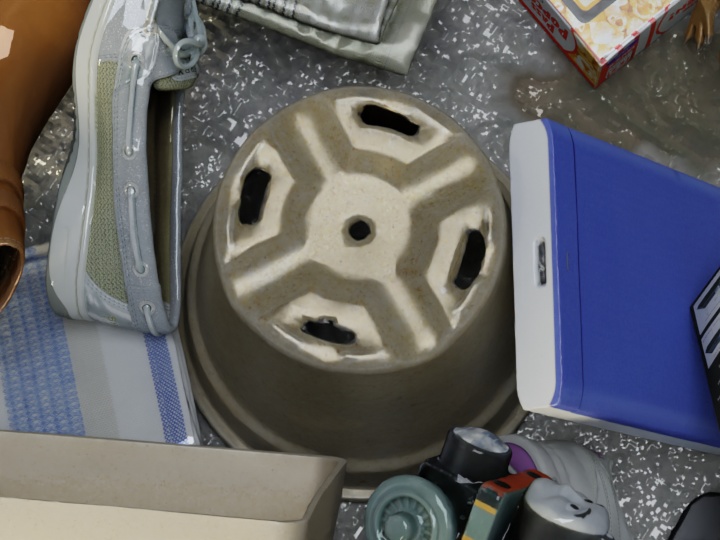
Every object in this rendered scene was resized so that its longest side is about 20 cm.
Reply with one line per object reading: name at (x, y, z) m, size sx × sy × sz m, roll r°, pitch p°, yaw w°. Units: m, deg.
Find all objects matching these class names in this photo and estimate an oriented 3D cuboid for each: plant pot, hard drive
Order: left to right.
plant pot at (-0.119, 0.174, 1.220) m, size 0.199 × 0.200 × 0.178 m, roll 5°, pitch 94°, yaw 4°
plant pot at (0.000, 0.000, 1.320) m, size 0.200 × 0.184 × 0.201 m, roll 0°, pitch 78°, yaw 1°
hard drive at (0.135, 0.013, 1.316) m, size 0.025 × 0.200 × 0.133 m, roll -9°, pitch 75°, yaw 34°

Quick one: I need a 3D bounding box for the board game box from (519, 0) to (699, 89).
board game box at (0.117, -0.219, 1.434) m, size 0.151 × 0.046 × 0.200 m, roll -38°, pitch 80°, yaw -7°

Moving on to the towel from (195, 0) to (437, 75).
towel at (-0.031, -0.215, 1.381) m, size 0.199 × 0.035 × 0.193 m, roll 20°, pitch 75°, yaw 0°

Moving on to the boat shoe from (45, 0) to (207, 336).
boat shoe at (-0.102, -0.071, 1.329) m, size 0.065 × 0.074 × 0.203 m, roll 13°, pitch 94°, yaw 14°

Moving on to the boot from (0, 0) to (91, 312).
boot at (-0.182, -0.054, 1.326) m, size 0.077 × 0.155 × 0.200 m, roll 36°, pitch 104°, yaw -27°

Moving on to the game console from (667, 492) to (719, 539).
game console at (0.195, 0.221, 1.303) m, size 0.175 × 0.116 × 0.200 m, roll 29°, pitch 79°, yaw 7°

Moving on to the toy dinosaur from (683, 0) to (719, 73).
toy dinosaur at (0.227, -0.128, 1.418) m, size 0.106 × 0.060 × 0.201 m, roll 5°, pitch 83°, yaw -23°

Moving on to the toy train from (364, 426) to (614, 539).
toy train at (0.046, 0.175, 1.261) m, size 0.114 × 0.085 × 0.201 m, roll 25°, pitch 103°, yaw 24°

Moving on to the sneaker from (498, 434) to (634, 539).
sneaker at (0.109, 0.176, 1.319) m, size 0.075 × 0.099 × 0.201 m, roll -12°, pitch 81°, yaw 40°

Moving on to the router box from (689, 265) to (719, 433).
router box at (0.262, 0.080, 1.288) m, size 0.199 × 0.052 × 0.158 m, roll 17°, pitch 39°, yaw -20°

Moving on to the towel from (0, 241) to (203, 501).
towel at (-0.181, 0.060, 1.363) m, size 0.199 × 0.024 × 0.147 m, roll -18°, pitch 57°, yaw 2°
